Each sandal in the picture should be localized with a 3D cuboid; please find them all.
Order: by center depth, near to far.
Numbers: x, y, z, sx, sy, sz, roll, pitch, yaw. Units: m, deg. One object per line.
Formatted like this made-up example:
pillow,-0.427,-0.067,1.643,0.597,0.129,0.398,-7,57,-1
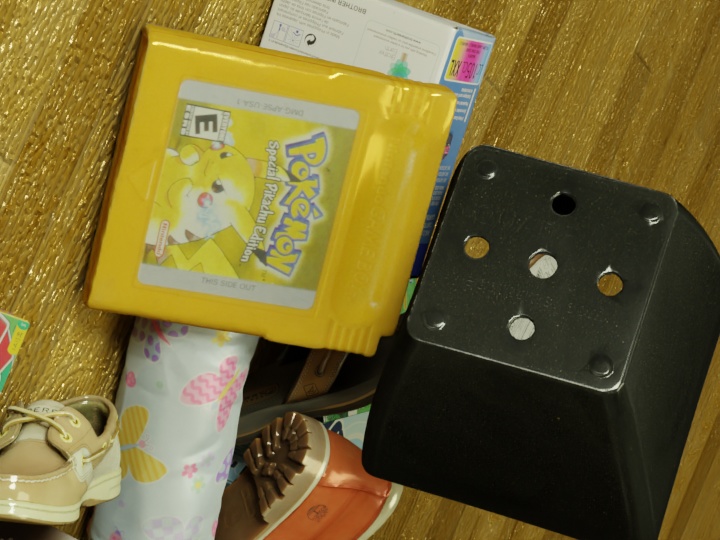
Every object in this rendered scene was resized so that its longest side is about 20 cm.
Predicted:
sandal,-0.030,0.059,1.686,0.082,0.198,0.055,-87,156,-62

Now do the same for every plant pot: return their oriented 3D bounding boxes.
plant pot,0.114,0.032,1.555,0.178,0.198,0.201,77,31,-64

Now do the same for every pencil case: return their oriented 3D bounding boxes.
pencil case,-0.118,0.107,1.617,0.090,0.083,0.202,-10,118,-49

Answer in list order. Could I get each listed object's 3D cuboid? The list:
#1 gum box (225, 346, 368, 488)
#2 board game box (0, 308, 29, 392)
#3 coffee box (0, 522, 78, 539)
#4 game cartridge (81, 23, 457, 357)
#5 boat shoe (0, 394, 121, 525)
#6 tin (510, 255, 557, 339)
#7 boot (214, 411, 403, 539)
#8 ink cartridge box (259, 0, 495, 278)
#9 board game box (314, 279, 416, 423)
gum box,-0.039,0.132,1.837,0.200,0.044,0.171,-51,151,-33
board game box,-0.254,0.110,1.403,0.201,0.030,0.095,-65,157,-2
coffee box,-0.166,0.234,1.476,0.113,0.199,0.080,-45,151,-43
game cartridge,-0.055,-0.045,1.524,0.032,0.198,0.178,-125,-133,-68
boat shoe,-0.189,0.109,1.474,0.200,0.073,0.067,-20,115,-82
tin,0.144,0.043,2.183,0.112,0.042,0.200,-58,155,-12
boot,-0.059,0.185,1.699,0.107,0.075,0.200,23,126,-36
ink cartridge box,-0.011,-0.080,1.622,0.076,0.136,0.202,5,106,-63
board game box,0.000,0.000,1.762,0.104,0.023,0.202,-11,103,-50
